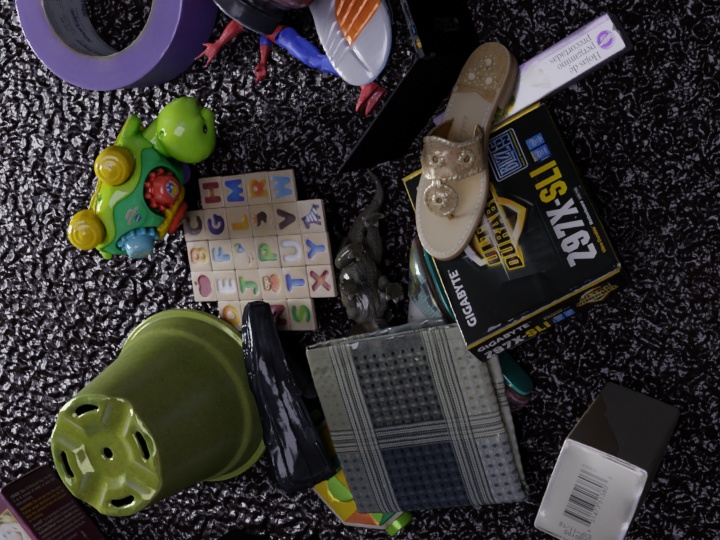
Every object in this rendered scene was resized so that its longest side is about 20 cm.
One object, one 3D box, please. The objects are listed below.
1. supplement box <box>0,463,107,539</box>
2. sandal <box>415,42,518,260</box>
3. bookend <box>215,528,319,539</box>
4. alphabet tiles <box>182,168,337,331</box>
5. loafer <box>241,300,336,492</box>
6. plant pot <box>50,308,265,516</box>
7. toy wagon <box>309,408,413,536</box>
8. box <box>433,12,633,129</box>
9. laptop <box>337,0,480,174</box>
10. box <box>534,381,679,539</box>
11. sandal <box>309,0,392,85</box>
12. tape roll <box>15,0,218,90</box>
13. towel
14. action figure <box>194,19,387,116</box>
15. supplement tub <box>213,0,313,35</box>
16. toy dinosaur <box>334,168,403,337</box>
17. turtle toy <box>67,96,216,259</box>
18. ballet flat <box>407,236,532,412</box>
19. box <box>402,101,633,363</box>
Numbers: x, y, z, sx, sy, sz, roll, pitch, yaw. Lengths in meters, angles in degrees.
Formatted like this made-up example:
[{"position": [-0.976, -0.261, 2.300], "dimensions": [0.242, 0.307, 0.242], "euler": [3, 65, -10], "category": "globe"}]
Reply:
[{"position": [-0.365, 0.348, 1.560], "dimensions": [0.131, 0.103, 0.200], "euler": [-41, 84, 22], "category": "supplement box"}, {"position": [0.083, -0.121, 1.258], "dimensions": [0.077, 0.070, 0.213], "euler": [12, 80, 37], "category": "sandal"}, {"position": [-0.166, 0.368, 1.494], "dimensions": [0.199, 0.092, 0.200], "euler": [13, 102, 20], "category": "bookend"}, {"position": [-0.109, -0.019, 1.421], "dimensions": [0.199, 0.006, 0.167], "euler": [-2, 99, 38], "category": "alphabet tiles"}, {"position": [-0.076, 0.127, 1.402], "dimensions": [0.070, 0.068, 0.202], "euler": [-14, 88, -12], "category": "loafer"}, {"position": [-0.218, 0.161, 1.417], "dimensions": [0.199, 0.184, 0.201], "euler": [7, 108, 22], "category": "plant pot"}, {"position": [0.029, 0.176, 1.414], "dimensions": [0.155, 0.040, 0.200], "euler": [47, 112, 7], "category": "toy wagon"}, {"position": [0.163, -0.178, 1.301], "dimensions": [0.199, 0.041, 0.039], "euler": [-30, 87, 22], "category": "box"}, {"position": [0.030, -0.210, 1.266], "dimensions": [0.115, 0.187, 0.201], "euler": [-17, 93, 22], "category": "laptop"}, {"position": [0.231, 0.179, 1.250], "dimensions": [0.077, 0.200, 0.095], "euler": [22, 106, 16], "category": "box"}, {"position": [-0.010, -0.270, 1.340], "dimensions": [0.079, 0.059, 0.207], "euler": [-41, 59, 28], "category": "sandal"}, {"position": [-0.254, -0.290, 1.418], "dimensions": [0.199, 0.085, 0.201], "euler": [3, 100, 20], "category": "tape roll"}, {"position": [0.057, 0.146, 1.350], "dimensions": [0.192, 0.035, 0.201], "euler": [-9, 107, 25], "category": "towel"}, {"position": [-0.082, -0.209, 1.373], "dimensions": [0.200, 0.065, 0.099], "euler": [41, 97, 10], "category": "action figure"}, {"position": [-0.062, -0.324, 1.284], "dimensions": [0.107, 0.107, 0.200], "euler": [40, 110, 10], "category": "supplement tub"}, {"position": [0.000, 0.000, 1.370], "dimensions": [0.077, 0.102, 0.201], "euler": [-10, 77, -16], "category": "toy dinosaur"}, {"position": [-0.223, -0.095, 1.421], "dimensions": [0.101, 0.146, 0.201], "euler": [25, 108, -6], "category": "turtle toy"}, {"position": [0.093, 0.063, 1.359], "dimensions": [0.071, 0.069, 0.200], "euler": [-35, 89, 29], "category": "ballet flat"}, {"position": [0.143, -0.037, 1.269], "dimensions": [0.159, 0.049, 0.201], "euler": [-27, 57, 14], "category": "box"}]
